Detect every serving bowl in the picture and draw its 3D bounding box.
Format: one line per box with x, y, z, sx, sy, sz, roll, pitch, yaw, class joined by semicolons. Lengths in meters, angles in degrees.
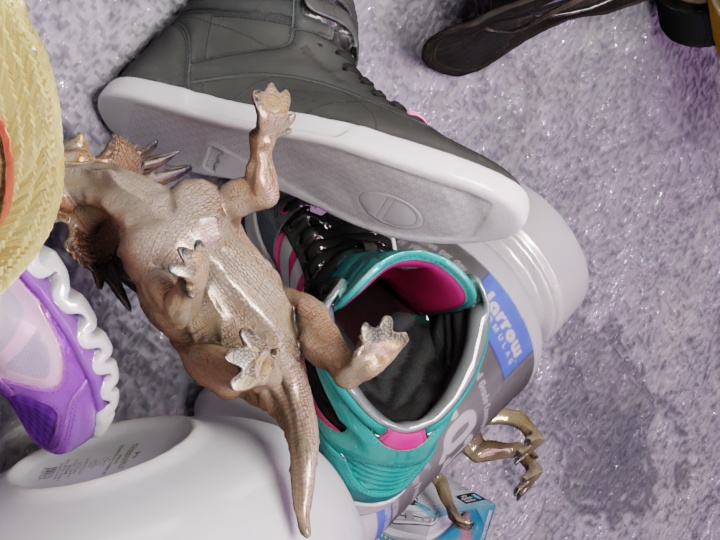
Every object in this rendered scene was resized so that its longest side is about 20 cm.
-0.103;0.107;0.921;0.200;0.200;0.066;-26;106;-43;serving bowl

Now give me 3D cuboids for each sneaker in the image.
-0.007;-0.079;0.925;0.099;0.200;0.071;-61;154;-24;sneaker
0.000;0.000;0.970;0.083;0.121;0.201;-6;73;-22;sneaker
-0.167;0.007;0.866;0.088;0.080;0.200;-41;134;-22;sneaker

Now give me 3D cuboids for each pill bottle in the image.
0.021;0.044;1.097;0.200;0.114;0.114;-43;140;-29;pill bottle

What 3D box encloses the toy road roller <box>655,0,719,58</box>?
0.254;-0.181;1.200;0.146;0.200;0.123;-30;136;-10;toy road roller

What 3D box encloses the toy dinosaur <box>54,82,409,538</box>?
-0.063;0.010;0.887;0.086;0.135;0.200;-33;96;-30;toy dinosaur

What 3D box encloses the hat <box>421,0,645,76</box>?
0.103;-0.168;1.084;0.200;0.200;0.081;-20;87;-46;hat

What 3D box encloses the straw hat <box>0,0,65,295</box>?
-0.202;-0.066;0.749;0.201;0.085;0.202;29;52;-44;straw hat

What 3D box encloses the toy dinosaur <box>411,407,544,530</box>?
0.054;0.078;1.177;0.200;0.101;0.058;-32;151;-40;toy dinosaur

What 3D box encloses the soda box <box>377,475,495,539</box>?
0.008;0.211;1.218;0.063;0.068;0.201;-5;115;-52;soda box
